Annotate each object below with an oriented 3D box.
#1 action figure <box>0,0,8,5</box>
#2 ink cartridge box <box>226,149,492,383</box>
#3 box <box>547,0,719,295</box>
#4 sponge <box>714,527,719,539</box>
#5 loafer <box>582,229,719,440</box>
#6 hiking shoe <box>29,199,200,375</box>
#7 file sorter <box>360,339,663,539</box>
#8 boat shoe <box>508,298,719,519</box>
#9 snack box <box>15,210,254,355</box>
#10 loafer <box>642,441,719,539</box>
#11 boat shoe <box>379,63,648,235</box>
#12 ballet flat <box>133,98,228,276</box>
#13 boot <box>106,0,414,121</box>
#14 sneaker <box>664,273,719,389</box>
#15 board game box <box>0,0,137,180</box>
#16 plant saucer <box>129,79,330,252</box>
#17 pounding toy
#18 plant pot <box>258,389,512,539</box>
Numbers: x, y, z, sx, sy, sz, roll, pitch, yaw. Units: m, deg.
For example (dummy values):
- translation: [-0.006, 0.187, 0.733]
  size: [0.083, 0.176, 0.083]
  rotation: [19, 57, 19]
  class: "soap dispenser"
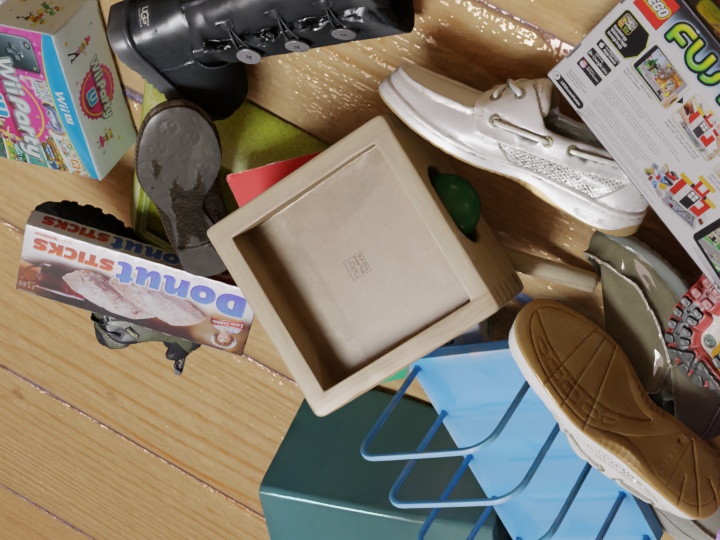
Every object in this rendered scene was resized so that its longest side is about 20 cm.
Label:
- translation: [-0.182, -0.213, 1.134]
  size: [0.192, 0.105, 0.201]
  rotation: [0, 139, 4]
  class: "action figure"
- translation: [0.000, 0.000, 1.223]
  size: [0.160, 0.050, 0.201]
  rotation: [-13, 126, 15]
  class: "ink cartridge box"
- translation: [0.216, -0.080, 0.970]
  size: [0.200, 0.035, 0.110]
  rotation: [54, 132, 8]
  class: "box"
- translation: [0.294, 0.110, 1.105]
  size: [0.030, 0.112, 0.201]
  rotation: [22, 139, 16]
  class: "sponge"
- translation: [0.210, 0.054, 1.127]
  size: [0.200, 0.070, 0.075]
  rotation: [56, 173, -24]
  class: "loafer"
- translation: [-0.212, 0.019, 1.365]
  size: [0.199, 0.076, 0.101]
  rotation: [33, 100, -22]
  class: "hiking shoe"
- translation: [0.111, 0.170, 1.193]
  size: [0.138, 0.123, 0.201]
  rotation: [-9, 122, 42]
  class: "file sorter"
- translation: [0.169, 0.105, 1.112]
  size: [0.200, 0.071, 0.069]
  rotation: [47, 154, -9]
  class: "boat shoe"
- translation: [-0.184, 0.011, 1.306]
  size: [0.199, 0.024, 0.072]
  rotation: [17, 127, -3]
  class: "snack box"
- translation: [0.239, 0.148, 1.218]
  size: [0.200, 0.070, 0.070]
  rotation: [42, 152, -6]
  class: "loafer"
- translation: [0.111, -0.100, 1.062]
  size: [0.199, 0.071, 0.070]
  rotation: [27, 117, 3]
  class: "boat shoe"
- translation: [-0.132, -0.068, 1.203]
  size: [0.067, 0.047, 0.200]
  rotation: [-12, 145, -1]
  class: "ballet flat"
- translation: [-0.053, -0.169, 1.119]
  size: [0.199, 0.066, 0.165]
  rotation: [-14, 165, 22]
  class: "boot"
- translation: [0.269, -0.017, 1.034]
  size: [0.078, 0.082, 0.201]
  rotation: [41, 129, 22]
  class: "sneaker"
- translation: [-0.297, -0.168, 1.314]
  size: [0.199, 0.064, 0.148]
  rotation: [13, 136, 26]
  class: "board game box"
- translation: [-0.111, -0.054, 1.299]
  size: [0.199, 0.048, 0.200]
  rotation: [29, 141, 10]
  class: "plant saucer"
- translation: [0.036, -0.009, 1.142]
  size: [0.199, 0.142, 0.185]
  rotation: [-32, 88, 17]
  class: "pounding toy"
- translation: [0.037, 0.205, 1.381]
  size: [0.199, 0.142, 0.142]
  rotation: [9, 135, 20]
  class: "plant pot"
